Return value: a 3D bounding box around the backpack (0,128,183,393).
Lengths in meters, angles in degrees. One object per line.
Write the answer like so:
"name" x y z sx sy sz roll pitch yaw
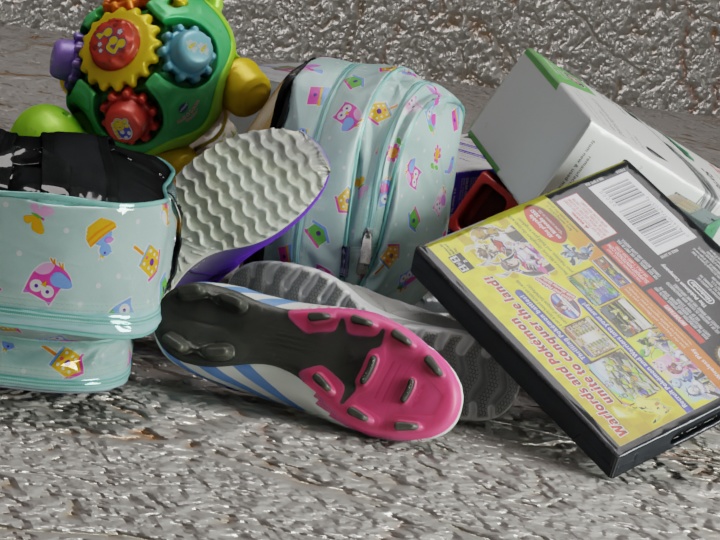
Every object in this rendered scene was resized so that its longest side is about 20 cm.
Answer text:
"backpack" -0.194 -0.008 1.413 0.176 0.154 0.200 8 2 -8

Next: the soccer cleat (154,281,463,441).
"soccer cleat" -0.028 0.053 1.470 0.200 0.070 0.086 18 -8 13

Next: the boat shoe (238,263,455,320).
"boat shoe" 0.000 0.000 1.802 0.202 0.065 0.074 17 13 31

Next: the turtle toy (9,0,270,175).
"turtle toy" -0.170 -0.128 1.732 0.146 0.200 0.101 43 3 29

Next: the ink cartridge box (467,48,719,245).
"ink cartridge box" 0.193 -0.057 1.734 0.200 0.084 0.146 28 15 -27

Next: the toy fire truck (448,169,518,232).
"toy fire truck" 0.167 0.004 1.753 0.200 0.049 0.141 37 11 11

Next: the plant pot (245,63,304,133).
"plant pot" -0.080 -0.075 1.782 0.027 0.200 0.200 32 11 0

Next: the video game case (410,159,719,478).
"video game case" 0.161 0.025 1.516 0.181 0.026 0.200 -22 54 -31

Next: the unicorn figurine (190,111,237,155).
"unicorn figurine" -0.136 -0.056 1.863 0.074 0.200 0.137 38 32 10

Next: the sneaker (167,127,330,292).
"sneaker" -0.105 -0.024 1.575 0.070 0.200 0.100 55 6 4

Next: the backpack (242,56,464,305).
"backpack" -0.006 -0.044 1.653 0.126 0.200 0.167 12 9 14

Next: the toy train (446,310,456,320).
"toy train" 0.123 0.049 1.692 0.150 0.056 0.200 35 8 14

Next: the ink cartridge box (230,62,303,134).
"ink cartridge box" -0.065 -0.100 2.079 0.085 0.145 0.200 12 10 23

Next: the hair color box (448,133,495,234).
"hair color box" 0.064 -0.061 1.831 0.109 0.065 0.200 18 18 40

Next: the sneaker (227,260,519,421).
"sneaker" 0.006 0.051 1.549 0.200 0.075 0.082 21 3 8
